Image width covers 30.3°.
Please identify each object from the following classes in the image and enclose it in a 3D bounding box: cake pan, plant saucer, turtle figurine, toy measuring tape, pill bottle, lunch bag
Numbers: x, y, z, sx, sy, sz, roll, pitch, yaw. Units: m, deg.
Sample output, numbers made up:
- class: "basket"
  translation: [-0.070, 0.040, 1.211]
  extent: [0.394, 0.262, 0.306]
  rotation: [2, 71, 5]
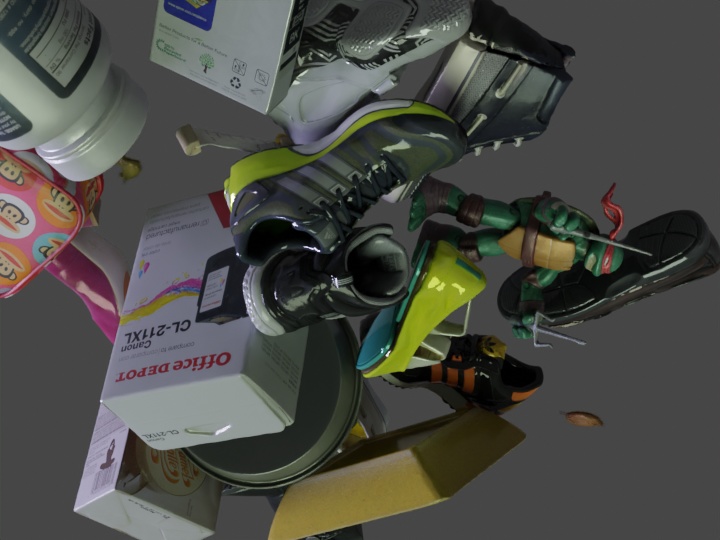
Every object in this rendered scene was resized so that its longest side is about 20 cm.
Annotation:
- class: "cake pan"
  translation: [-0.097, 0.098, 1.210]
  extent: [0.198, 0.203, 0.037]
  rotation: [-1, 175, 12]
- class: "plant saucer"
  translation: [0.031, 0.183, 1.243]
  extent: [0.198, 0.049, 0.199]
  rotation: [-20, 179, 30]
- class: "turtle figurine"
  translation: [0.140, -0.016, 1.093]
  extent: [0.198, 0.101, 0.151]
  rotation: [15, 131, 16]
- class: "toy measuring tape"
  translation: [-0.064, -0.070, 1.051]
  extent: [0.198, 0.074, 0.073]
  rotation: [5, 150, -37]
- class: "pill bottle"
  translation: [-0.250, -0.158, 0.954]
  extent: [0.119, 0.121, 0.200]
  rotation: [-17, 137, 29]
- class: "lunch bag"
  translation: [-0.326, -0.072, 1.072]
  extent: [0.200, 0.082, 0.176]
  rotation: [42, 121, -18]

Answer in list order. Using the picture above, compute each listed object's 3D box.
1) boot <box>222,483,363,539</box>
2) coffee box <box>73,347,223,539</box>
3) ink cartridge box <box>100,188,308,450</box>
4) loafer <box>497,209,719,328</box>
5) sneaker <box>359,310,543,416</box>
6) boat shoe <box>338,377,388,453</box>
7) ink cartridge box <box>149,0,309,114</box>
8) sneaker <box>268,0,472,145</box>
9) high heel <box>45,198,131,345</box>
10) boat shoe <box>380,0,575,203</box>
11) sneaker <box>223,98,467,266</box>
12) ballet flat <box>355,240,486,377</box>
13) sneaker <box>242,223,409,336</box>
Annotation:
- class: "boot"
  translation: [-0.100, 0.267, 1.548]
  extent: [0.163, 0.066, 0.201]
  rotation: [-5, 146, 19]
- class: "coffee box"
  translation: [-0.189, 0.152, 1.287]
  extent: [0.114, 0.202, 0.079]
  rotation: [31, 139, -28]
- class: "ink cartridge box"
  translation: [-0.121, 0.035, 1.119]
  extent: [0.144, 0.202, 0.083]
  rotation: [-12, 140, 25]
- class: "loafer"
  translation: [0.215, 0.012, 1.144]
  extent: [0.198, 0.073, 0.063]
  rotation: [-22, 139, 29]
- class: "sneaker"
  translation: [0.089, 0.078, 1.259]
  extent: [0.199, 0.071, 0.090]
  rotation: [30, 132, -34]
- class: "boat shoe"
  translation: [-0.029, 0.143, 1.344]
  extent: [0.074, 0.087, 0.203]
  rotation: [-8, 141, 19]
- class: "ink cartridge box"
  translation: [-0.077, -0.210, 0.874]
  extent: [0.099, 0.039, 0.201]
  rotation: [27, 130, 10]
- class: "sneaker"
  translation: [0.004, -0.145, 0.968]
  extent: [0.198, 0.076, 0.115]
  rotation: [-9, 141, 29]
- class: "high heel"
  translation: [-0.266, 0.001, 1.204]
  extent: [0.095, 0.068, 0.201]
  rotation: [-8, 137, 4]
- class: "boat shoe"
  translation: [0.085, -0.107, 0.998]
  extent: [0.092, 0.075, 0.201]
  rotation: [22, 141, -7]
- class: "sneaker"
  translation: [-0.011, -0.056, 0.955]
  extent: [0.198, 0.082, 0.074]
  rotation: [-21, 139, 25]
- class: "ballet flat"
  translation: [0.052, 0.045, 1.116]
  extent: [0.066, 0.067, 0.200]
  rotation: [22, 146, -6]
- class: "sneaker"
  translation: [0.000, 0.000, 1.073]
  extent: [0.113, 0.200, 0.076]
  rotation: [-13, 96, 31]
